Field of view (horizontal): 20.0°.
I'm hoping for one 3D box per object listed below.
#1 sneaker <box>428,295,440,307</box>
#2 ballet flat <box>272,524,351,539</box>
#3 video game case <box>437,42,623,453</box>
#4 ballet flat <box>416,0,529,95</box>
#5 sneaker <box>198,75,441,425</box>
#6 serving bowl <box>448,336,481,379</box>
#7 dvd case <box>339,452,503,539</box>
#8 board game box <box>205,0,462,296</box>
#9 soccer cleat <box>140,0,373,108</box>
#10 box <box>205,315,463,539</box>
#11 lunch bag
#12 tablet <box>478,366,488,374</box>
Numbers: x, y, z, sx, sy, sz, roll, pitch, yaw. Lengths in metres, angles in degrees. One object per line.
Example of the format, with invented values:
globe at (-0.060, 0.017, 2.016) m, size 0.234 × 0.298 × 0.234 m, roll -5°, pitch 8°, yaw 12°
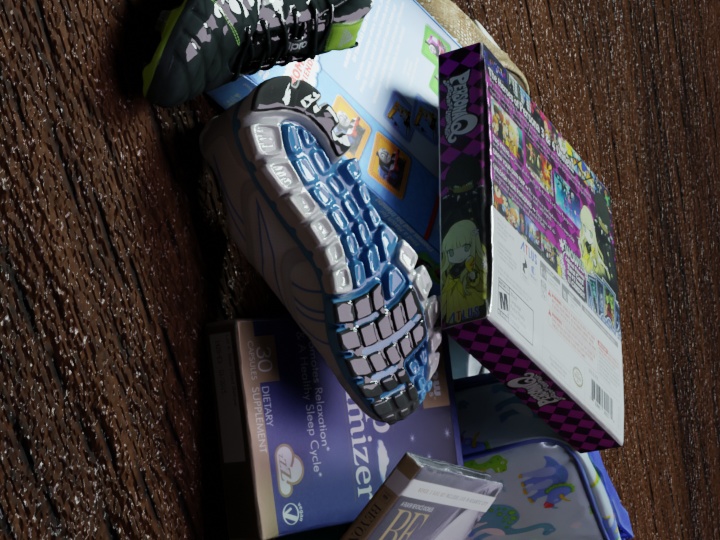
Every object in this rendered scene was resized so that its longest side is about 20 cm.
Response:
sneaker at (0.000, 0.000, 1.262) m, size 0.091 × 0.066 × 0.201 m, roll -56°, pitch 137°, yaw -51°
ballet flat at (-0.018, 0.142, 1.228) m, size 0.063 × 0.067 × 0.201 m, roll 90°, pitch 20°, yaw -52°
video game case at (0.104, -0.009, 1.221) m, size 0.200 × 0.036 × 0.183 m, roll 41°, pitch 43°, yaw -51°
ballet flat at (0.073, -0.155, 1.453) m, size 0.200 × 0.070 × 0.066 m, roll 30°, pitch 47°, yaw -70°
sneaker at (-0.026, -0.008, 1.118) m, size 0.075 × 0.086 × 0.201 m, roll -32°, pitch 102°, yaw -38°
serving bowl at (0.066, -0.024, 1.395) m, size 0.200 × 0.065 × 0.202 m, roll 13°, pitch 90°, yaw -82°
dvd case at (-0.004, 0.191, 1.148) m, size 0.201 × 0.016 × 0.149 m, roll -53°, pitch 157°, yaw 5°
board game box at (0.006, -0.103, 1.205) m, size 0.200 × 0.036 × 0.152 m, roll 42°, pitch 46°, yaw -30°
soccer cleat at (-0.044, -0.138, 1.082) m, size 0.200 × 0.081 × 0.068 m, roll -49°, pitch 168°, yaw -46°
box at (-0.001, 0.083, 1.178) m, size 0.199 × 0.032 × 0.122 m, roll -3°, pitch 85°, yaw -47°
lunch bag at (0.090, 0.153, 1.348) m, size 0.201 × 0.160 × 0.083 m, roll 63°, pitch 18°, yaw -45°
tablet at (0.097, 0.050, 1.476) m, size 0.130 × 0.014 × 0.201 m, roll -51°, pitch -165°, yaw 48°
